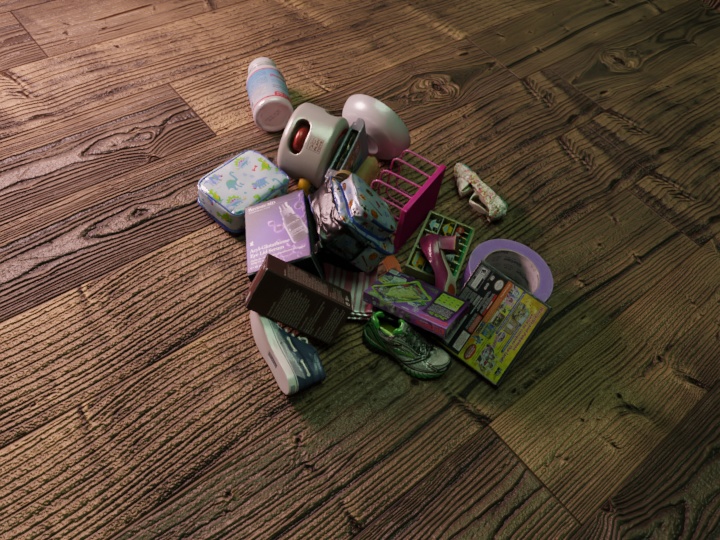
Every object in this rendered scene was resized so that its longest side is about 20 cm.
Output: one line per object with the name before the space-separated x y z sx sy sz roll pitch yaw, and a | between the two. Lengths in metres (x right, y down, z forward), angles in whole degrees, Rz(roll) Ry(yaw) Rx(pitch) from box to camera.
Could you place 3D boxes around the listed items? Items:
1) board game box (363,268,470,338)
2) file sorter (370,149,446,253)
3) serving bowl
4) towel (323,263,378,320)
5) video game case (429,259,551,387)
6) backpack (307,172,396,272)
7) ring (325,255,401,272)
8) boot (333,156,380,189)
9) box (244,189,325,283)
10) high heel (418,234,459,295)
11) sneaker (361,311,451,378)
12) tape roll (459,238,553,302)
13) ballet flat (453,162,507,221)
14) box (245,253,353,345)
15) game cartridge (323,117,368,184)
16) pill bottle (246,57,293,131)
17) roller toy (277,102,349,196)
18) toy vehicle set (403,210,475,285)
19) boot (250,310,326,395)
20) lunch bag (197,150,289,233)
board game box | 0.118 0.065 1.483 0.197 0.033 0.120 24 32 25
file sorter | 0.094 -0.173 1.691 0.124 0.140 0.200 30 51 16
serving bowl | 0.029 -0.351 1.800 0.198 0.201 0.066 32 71 15
towel | -0.061 0.032 1.538 0.196 0.030 0.148 6 52 -1
video game case | 0.274 0.110 1.495 0.180 0.025 0.201 35 88 18
backpack | -0.009 -0.097 1.515 0.153 0.190 0.202 -29 45 20
ring | 0.000 0.000 1.606 0.196 0.019 0.203 5 50 -6
boot | -0.010 -0.211 1.670 0.065 0.177 0.201 24 47 10
box | -0.165 -0.055 1.529 0.145 0.105 0.203 -17 50 6
high heel | 0.166 0.013 1.586 0.094 0.068 0.203 -2 60 27
sneaker | 0.096 0.153 1.455 0.197 0.086 0.079 24 50 8
tape roll | 0.330 0.031 1.605 0.196 0.086 0.203 6 50 -7
ballet flat | 0.292 -0.200 1.801 0.063 0.076 0.200 -34 59 -15
box | -0.124 0.060 1.429 0.197 0.101 0.075 26 24 -19
game cartridge | -0.031 -0.253 1.722 0.041 0.134 0.202 16 65 19
pill bottle | -0.247 -0.476 1.890 0.107 0.110 0.202 -5 52 -16
roller toy | -0.109 -0.299 1.723 0.138 0.184 0.201 23 49 8
toy vehicle set | 0.191 -0.049 1.680 0.122 0.027 0.202 22 50 6
boot | -0.148 0.153 1.424 0.089 0.073 0.202 -13 61 -32
lunch bag | -0.276 -0.190 1.664 0.160 0.083 0.200 36 53 17
